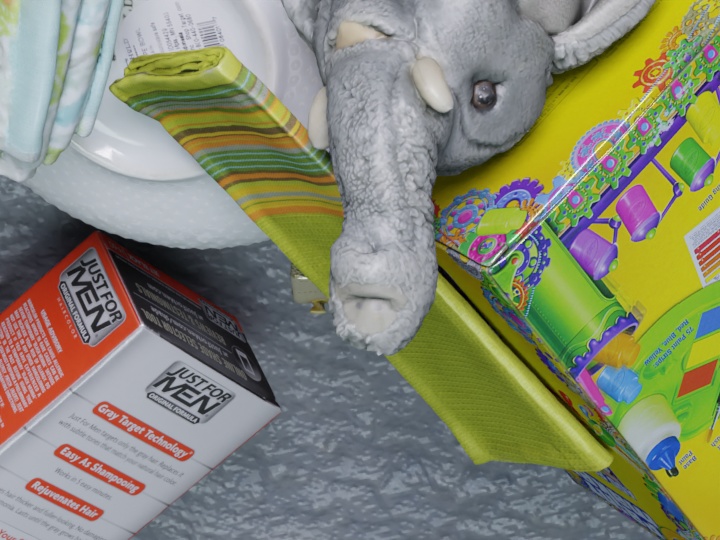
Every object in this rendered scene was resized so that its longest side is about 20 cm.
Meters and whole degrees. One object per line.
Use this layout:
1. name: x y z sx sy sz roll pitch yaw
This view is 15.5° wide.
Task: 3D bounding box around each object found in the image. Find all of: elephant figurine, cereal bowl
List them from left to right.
1. cereal bowl: -0.068 -0.092 0.948 0.200 0.083 0.200 5 118 10
2. elephant figurine: 0.023 -0.097 0.846 0.155 0.141 0.200 -21 101 -11

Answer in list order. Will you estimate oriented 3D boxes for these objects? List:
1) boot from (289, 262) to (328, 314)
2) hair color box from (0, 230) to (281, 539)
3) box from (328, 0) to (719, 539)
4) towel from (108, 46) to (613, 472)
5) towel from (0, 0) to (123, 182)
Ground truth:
1. boot: 0.051 0.008 1.073 0.155 0.073 0.200 -4 129 6
2. hair color box: -0.143 0.083 1.112 0.200 0.061 0.101 -39 140 13
3. box: 0.128 -0.029 0.938 0.200 0.122 0.193 -46 124 -9
4. towel: 0.000 0.000 0.899 0.200 0.018 0.086 46 163 -20
5. towel: -0.143 -0.150 0.877 0.171 0.048 0.200 36 129 27
